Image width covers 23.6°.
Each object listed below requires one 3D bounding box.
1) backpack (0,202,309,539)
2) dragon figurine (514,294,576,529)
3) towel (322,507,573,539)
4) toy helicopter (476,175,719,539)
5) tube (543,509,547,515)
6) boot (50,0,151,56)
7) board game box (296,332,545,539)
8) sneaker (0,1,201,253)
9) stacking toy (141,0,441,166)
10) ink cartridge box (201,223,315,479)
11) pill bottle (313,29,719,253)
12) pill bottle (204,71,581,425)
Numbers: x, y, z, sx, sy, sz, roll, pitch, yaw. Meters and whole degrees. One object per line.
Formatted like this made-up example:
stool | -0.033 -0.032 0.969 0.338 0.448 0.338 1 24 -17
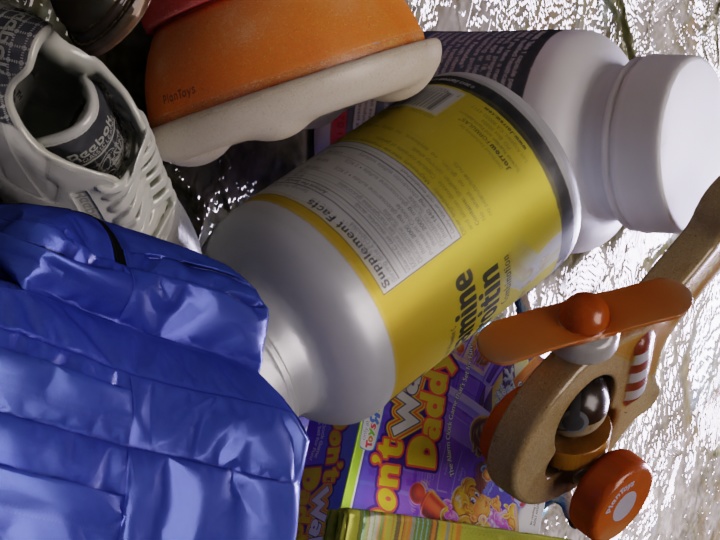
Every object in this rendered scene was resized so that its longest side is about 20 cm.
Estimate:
backpack | -0.142 0.058 0.642 0.199 0.162 0.169 14 77 -44
dragon figurine | 0.070 0.105 1.005 0.059 0.099 0.201 -88 168 -60
towel | 0.058 0.172 0.871 0.199 0.018 0.087 14 84 -37
toy helicopter | 0.129 0.026 0.835 0.200 0.079 0.132 -50 146 -7
tube | 0.065 0.068 1.054 0.077 0.050 0.201 -48 127 -45
boot | -0.130 -0.177 0.673 0.097 0.075 0.201 30 39 -43
board game box | 0.029 0.128 0.888 0.134 0.045 0.201 22 75 -35
sneaker | -0.116 -0.039 0.733 0.200 0.080 0.077 49 53 -49
stacking toy | -0.056 -0.159 0.790 0.146 0.146 0.201 -25 99 -53
ink cartridge box | -0.041 0.076 0.891 0.200 0.043 0.199 -59 139 -32
pill bottle | 0.086 -0.070 0.924 0.119 0.199 0.120 -10 102 -55
pill bottle | 0.000 0.000 0.791 0.200 0.112 0.113 -36 125 -29
